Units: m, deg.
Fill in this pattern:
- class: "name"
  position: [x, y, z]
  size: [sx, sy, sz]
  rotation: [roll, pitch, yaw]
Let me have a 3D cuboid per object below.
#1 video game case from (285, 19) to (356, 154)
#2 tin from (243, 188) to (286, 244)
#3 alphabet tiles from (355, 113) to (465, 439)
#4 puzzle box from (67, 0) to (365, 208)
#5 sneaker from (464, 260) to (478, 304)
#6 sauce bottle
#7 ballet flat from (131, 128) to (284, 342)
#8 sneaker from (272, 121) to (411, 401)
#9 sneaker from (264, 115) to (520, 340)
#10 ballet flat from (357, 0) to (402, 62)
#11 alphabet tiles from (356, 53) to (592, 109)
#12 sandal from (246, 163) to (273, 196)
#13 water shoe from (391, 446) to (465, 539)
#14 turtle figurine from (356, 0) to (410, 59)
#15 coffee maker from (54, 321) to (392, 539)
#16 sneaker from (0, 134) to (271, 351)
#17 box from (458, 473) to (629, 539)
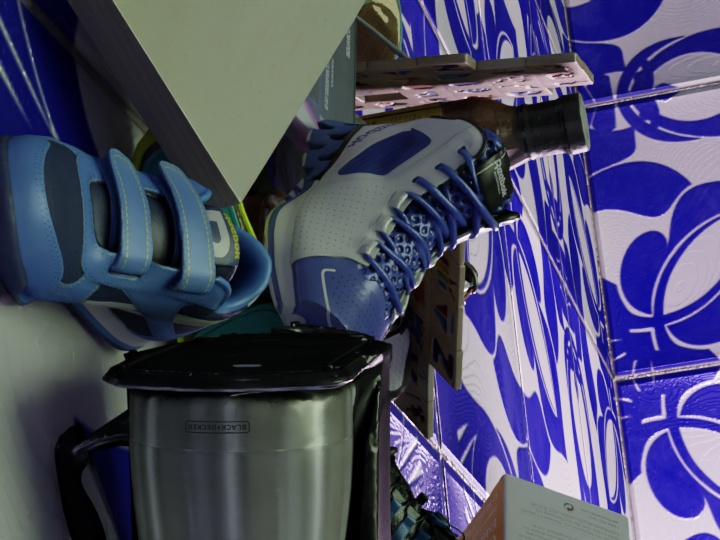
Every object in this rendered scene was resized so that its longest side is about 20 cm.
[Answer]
- class: "video game case"
  position: [-0.064, -0.161, 1.123]
  size: [0.200, 0.019, 0.143]
  rotation: [46, 32, -38]
- class: "tin"
  position: [-0.045, 0.047, 1.150]
  size: [0.112, 0.042, 0.201]
  rotation: [-86, 163, -59]
- class: "alphabet tiles"
  position: [0.023, 0.008, 1.271]
  size: [0.167, 0.008, 0.201]
  rotation: [47, -33, 45]
- class: "puzzle box"
  position: [-0.066, -0.139, 0.971]
  size: [0.133, 0.025, 0.200]
  rotation: [58, 36, -25]
- class: "sneaker"
  position: [0.043, 0.001, 1.362]
  size: [0.200, 0.082, 0.077]
  rotation: [105, -36, -76]
- class: "sauce bottle"
  position: [0.057, -0.085, 1.327]
  size: [0.066, 0.199, 0.066]
  rotation: [-8, 90, -76]
- class: "ballet flat"
  position: [-0.073, 0.012, 1.006]
  size: [0.067, 0.067, 0.201]
  rotation: [-132, -156, -69]
- class: "sneaker"
  position: [0.000, 0.000, 1.214]
  size: [0.088, 0.076, 0.201]
  rotation: [14, -55, 54]
- class: "sneaker"
  position: [0.022, -0.030, 1.025]
  size: [0.200, 0.115, 0.081]
  rotation: [-77, 147, -52]
- class: "ballet flat"
  position: [-0.018, -0.247, 1.451]
  size: [0.072, 0.068, 0.201]
  rotation: [8, 71, -56]
- class: "alphabet tiles"
  position: [0.055, -0.131, 1.322]
  size: [0.167, 0.199, 0.008]
  rotation: [14, 73, -76]
- class: "sandal"
  position: [-0.068, -0.140, 1.165]
  size: [0.075, 0.045, 0.201]
  rotation: [34, 48, -73]
- class: "water shoe"
  position: [0.034, 0.179, 1.300]
  size: [0.072, 0.079, 0.201]
  rotation: [-48, 127, -75]
- class: "turtle figurine"
  position: [0.004, -0.248, 1.303]
  size: [0.144, 0.199, 0.194]
  rotation: [-51, -128, 51]
- class: "coffee maker"
  position: [-0.033, 0.132, 0.855]
  size: [0.192, 0.134, 0.201]
  rotation: [-7, 98, -56]
- class: "sneaker"
  position: [-0.102, -0.017, 0.842]
  size: [0.200, 0.082, 0.074]
  rotation: [33, 50, -71]
- class: "box"
  position: [0.116, 0.277, 1.377]
  size: [0.200, 0.106, 0.152]
  rotation: [-85, -160, -50]
